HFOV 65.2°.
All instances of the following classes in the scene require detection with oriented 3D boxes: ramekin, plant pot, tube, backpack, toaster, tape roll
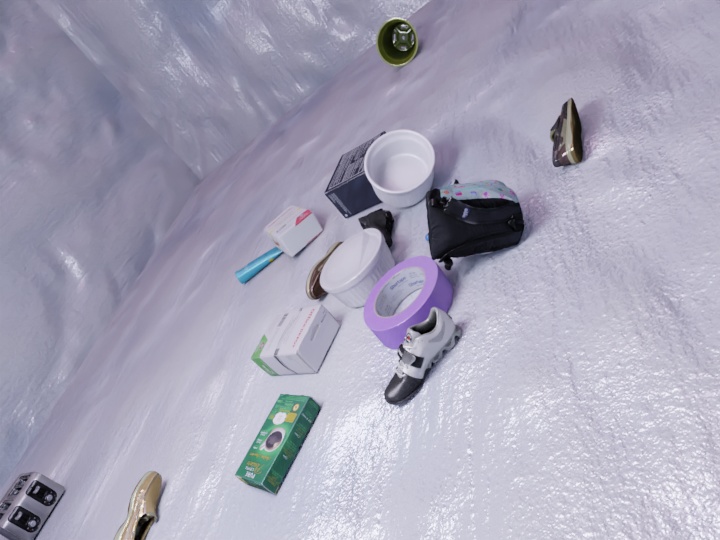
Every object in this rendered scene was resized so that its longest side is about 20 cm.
[{"bbox_3d":[0.113,-0.276,1.551,0.193,0.098,0.207,-5,65,10],"label":"ramekin"},{"bbox_3d":[0.183,-1.064,2.593,0.197,0.202,0.191,-28,18,26],"label":"plant pot"},{"bbox_3d":[0.000,0.000,1.409,0.200,0.094,0.205,-34,28,20],"label":"ramekin"},{"bbox_3d":[-0.355,-0.029,2.005,0.197,0.051,0.078,-35,30,5],"label":"tube"},{"bbox_3d":[0.233,-0.109,1.153,0.192,0.171,0.129,-7,38,4],"label":"backpack"},{"bbox_3d":[-1.074,0.758,1.806,0.196,0.119,0.184,-20,34,39],"label":"toaster"},{"bbox_3d":[0.100,0.066,1.208,0.197,0.066,0.203,-34,28,20],"label":"tape roll"}]

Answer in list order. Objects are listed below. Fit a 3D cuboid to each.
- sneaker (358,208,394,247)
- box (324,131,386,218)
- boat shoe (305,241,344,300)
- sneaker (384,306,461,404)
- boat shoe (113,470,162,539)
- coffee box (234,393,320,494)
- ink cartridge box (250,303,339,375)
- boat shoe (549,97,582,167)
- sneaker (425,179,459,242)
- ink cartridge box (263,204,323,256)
[{"bbox_3d":[0.055,-0.123,1.536,0.089,0.077,0.201,-34,30,1],"label":"sneaker"},{"bbox_3d":[0.015,-0.299,1.780,0.195,0.123,0.204,-21,36,39],"label":"box"},{"bbox_3d":[-0.080,-0.006,1.555,0.073,0.075,0.205,-4,46,43],"label":"boat shoe"},{"bbox_3d":[0.099,0.155,1.061,0.201,0.089,0.074,-50,29,-10],"label":"sneaker"},{"bbox_3d":[-0.514,0.583,1.345,0.074,0.072,0.205,-9,48,25],"label":"boat shoe"},{"bbox_3d":[-0.175,0.361,1.195,0.121,0.044,0.203,-12,41,48],"label":"coffee box"},{"bbox_3d":[-0.162,0.175,1.395,0.196,0.085,0.148,-12,40,46],"label":"ink cartridge box"},{"bbox_3d":[0.449,-0.305,1.241,0.064,0.072,0.205,-16,42,33],"label":"boat shoe"},{"bbox_3d":[0.203,-0.142,1.346,0.075,0.076,0.203,-14,37,36],"label":"sneaker"},{"bbox_3d":[-0.232,-0.140,1.929,0.144,0.084,0.199,-40,26,-12],"label":"ink cartridge box"}]
